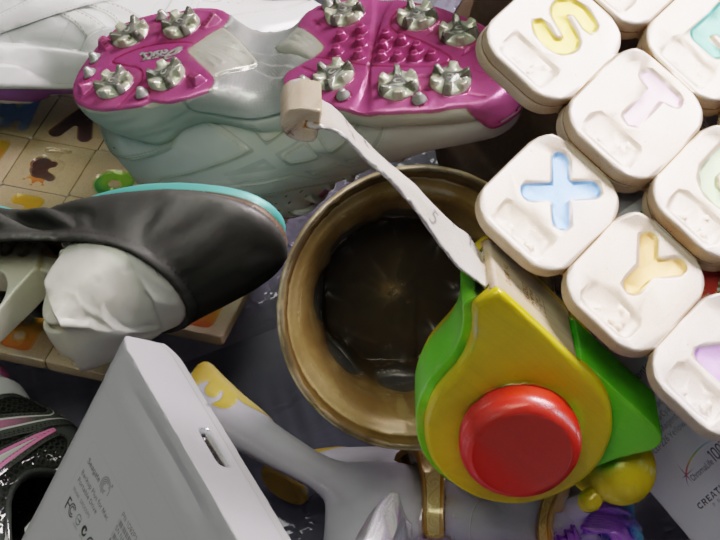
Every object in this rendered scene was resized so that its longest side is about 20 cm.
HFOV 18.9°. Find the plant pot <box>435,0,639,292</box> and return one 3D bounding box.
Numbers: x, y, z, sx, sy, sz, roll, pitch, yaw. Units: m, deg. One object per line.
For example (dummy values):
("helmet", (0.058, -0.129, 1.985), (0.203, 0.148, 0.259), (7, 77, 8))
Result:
("plant pot", (0.122, -0.111, 0.920), (0.199, 0.175, 0.201), (-4, 57, 6))

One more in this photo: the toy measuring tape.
("toy measuring tape", (0.026, 0.022, 0.738), (0.074, 0.200, 0.074), (-39, 24, 21))

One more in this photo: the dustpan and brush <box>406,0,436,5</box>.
("dustpan and brush", (0.022, -0.199, 1.048), (0.057, 0.140, 0.200), (32, 20, -17))

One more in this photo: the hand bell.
("hand bell", (0.000, 0.000, 0.876), (0.104, 0.200, 0.105), (-2, 99, -12))

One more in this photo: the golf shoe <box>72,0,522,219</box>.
("golf shoe", (-0.020, -0.064, 0.916), (0.199, 0.092, 0.075), (3, 45, 24))

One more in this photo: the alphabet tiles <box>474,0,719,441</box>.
("alphabet tiles", (0.139, -0.040, 0.768), (0.200, 0.015, 0.196), (44, 59, 7))

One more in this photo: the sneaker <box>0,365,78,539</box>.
("sneaker", (-0.176, 0.125, 0.864), (0.086, 0.080, 0.200), (24, 64, 20))

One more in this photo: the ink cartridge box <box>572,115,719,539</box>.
("ink cartridge box", (0.180, 0.009, 0.824), (0.200, 0.084, 0.176), (-31, 76, -35))

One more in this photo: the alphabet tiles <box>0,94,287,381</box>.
("alphabet tiles", (-0.116, -0.029, 0.970), (0.166, 0.006, 0.200), (11, 45, 14))

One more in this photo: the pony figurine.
("pony figurine", (-0.001, 0.121, 0.814), (0.199, 0.167, 0.193), (5, 48, 28))

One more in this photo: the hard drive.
("hard drive", (-0.097, 0.142, 0.775), (0.026, 0.200, 0.132), (13, 25, -35))

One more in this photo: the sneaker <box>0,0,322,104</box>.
("sneaker", (-0.110, -0.126, 0.988), (0.199, 0.075, 0.100), (0, 94, -3))

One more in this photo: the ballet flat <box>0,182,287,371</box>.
("ballet flat", (-0.123, 0.006, 0.875), (0.199, 0.068, 0.069), (0, 51, 28))
